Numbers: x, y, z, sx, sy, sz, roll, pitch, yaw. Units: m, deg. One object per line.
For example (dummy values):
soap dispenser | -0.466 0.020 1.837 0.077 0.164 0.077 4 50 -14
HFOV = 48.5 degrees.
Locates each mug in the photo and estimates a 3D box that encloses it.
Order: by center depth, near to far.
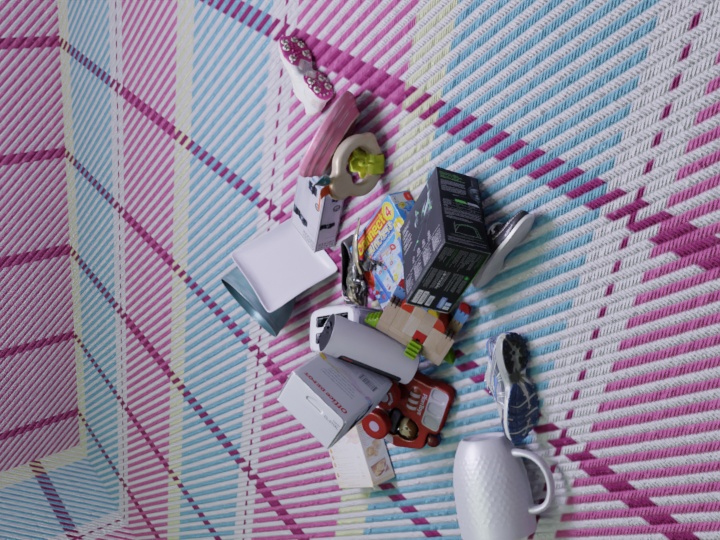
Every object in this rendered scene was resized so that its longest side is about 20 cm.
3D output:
mug | 0.266 0.397 1.488 0.197 0.146 0.180 -12 85 34

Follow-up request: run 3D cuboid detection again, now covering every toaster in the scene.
toaster | -0.020 0.136 1.747 0.197 0.128 0.117 -10 73 40

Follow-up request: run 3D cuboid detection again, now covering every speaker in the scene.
speaker | 0.017 0.156 1.597 0.082 0.197 0.082 -55 21 34

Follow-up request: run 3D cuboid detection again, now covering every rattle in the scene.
rattle | -0.056 -0.207 1.649 0.142 0.200 0.131 34 155 34

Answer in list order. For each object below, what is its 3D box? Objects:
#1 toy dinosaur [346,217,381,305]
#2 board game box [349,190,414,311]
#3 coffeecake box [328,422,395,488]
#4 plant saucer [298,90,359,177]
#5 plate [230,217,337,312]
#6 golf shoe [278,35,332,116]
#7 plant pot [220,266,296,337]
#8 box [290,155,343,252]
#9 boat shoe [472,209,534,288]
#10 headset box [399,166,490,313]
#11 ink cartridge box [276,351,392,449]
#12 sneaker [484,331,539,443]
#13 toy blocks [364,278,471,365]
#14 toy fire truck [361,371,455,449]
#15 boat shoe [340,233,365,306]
toy dinosaur | 0.000 0.000 1.687 0.088 0.047 0.204 40 131 49
board game box | 0.080 -0.024 1.654 0.198 0.055 0.201 60 142 20
coffeecake box | -0.014 0.410 1.916 0.153 0.072 0.204 -22 84 54
plant saucer | -0.060 -0.275 1.672 0.050 0.202 0.202 32 136 -1
plate | -0.182 -0.013 1.917 0.200 0.198 0.033 51 164 29
golf shoe | -0.137 -0.436 1.796 0.202 0.074 0.092 61 145 21
plant pot | -0.236 0.047 2.009 0.200 0.134 0.201 42 167 12
box | -0.096 -0.155 1.824 0.117 0.059 0.202 51 145 30
boat shoe | 0.240 -0.047 1.421 0.061 0.073 0.201 53 147 19
headset box | 0.148 -0.060 1.458 0.175 0.091 0.203 119 157 -44
ink cartridge box | -0.049 0.237 1.579 0.145 0.199 0.083 41 121 13
sneaker | 0.272 0.213 1.476 0.085 0.076 0.205 -3 92 63
toy blocks | 0.124 0.089 1.564 0.197 0.100 0.138 30 127 3
toy fire truck | 0.105 0.299 1.702 0.166 0.112 0.204 26 122 21
boat shoe | -0.024 0.016 1.808 0.066 0.056 0.204 28 123 45
